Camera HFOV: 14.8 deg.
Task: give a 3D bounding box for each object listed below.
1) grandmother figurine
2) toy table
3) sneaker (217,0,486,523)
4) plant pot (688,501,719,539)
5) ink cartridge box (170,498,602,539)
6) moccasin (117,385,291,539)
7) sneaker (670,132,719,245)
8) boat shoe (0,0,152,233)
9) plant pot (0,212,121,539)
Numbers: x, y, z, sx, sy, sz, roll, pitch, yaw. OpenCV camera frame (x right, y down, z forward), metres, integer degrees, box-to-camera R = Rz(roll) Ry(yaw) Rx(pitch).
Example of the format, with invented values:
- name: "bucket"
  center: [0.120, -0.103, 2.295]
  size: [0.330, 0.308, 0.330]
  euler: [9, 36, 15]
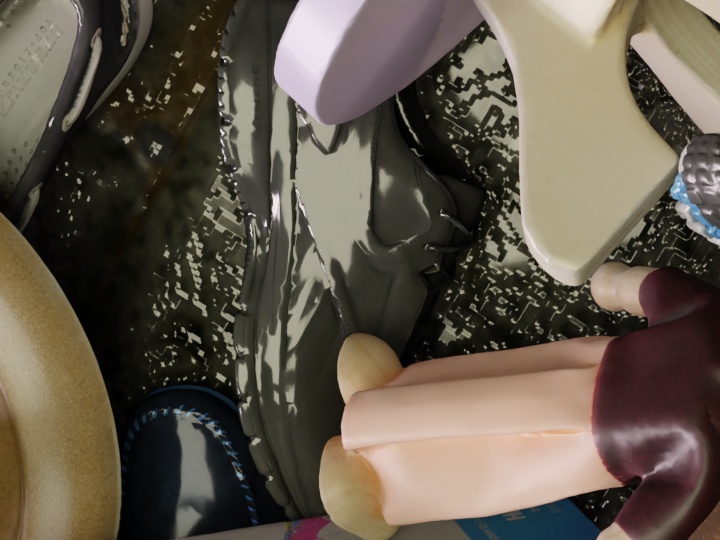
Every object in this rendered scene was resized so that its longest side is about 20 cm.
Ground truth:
- name: "grandmother figurine"
  center: [0.082, 0.045, 0.871]
  size: [0.199, 0.061, 0.122]
  euler: [-13, 61, 31]
- name: "toy table"
  center: [0.083, -0.097, 0.879]
  size: [0.117, 0.184, 0.200]
  euler: [41, 96, 15]
- name: "sneaker"
  center: [0.000, 0.000, 0.967]
  size: [0.090, 0.076, 0.201]
  euler: [-2, 103, 7]
- name: "plant pot"
  center: [0.163, 0.137, 0.908]
  size: [0.186, 0.187, 0.201]
  euler: [-15, 81, 17]
- name: "ink cartridge box"
  center: [-0.013, 0.163, 0.944]
  size: [0.199, 0.085, 0.145]
  euler: [-8, 108, -15]
- name: "moccasin"
  center: [-0.051, 0.144, 1.008]
  size: [0.080, 0.068, 0.201]
  euler: [-8, 99, 16]
- name: "sneaker"
  center: [0.182, -0.032, 0.879]
  size: [0.075, 0.199, 0.087]
  euler: [19, 96, 55]
- name: "boat shoe"
  center: [-0.147, -0.032, 1.001]
  size: [0.074, 0.060, 0.200]
  euler: [42, 108, 2]
- name: "plant pot"
  center: [-0.171, 0.053, 0.994]
  size: [0.199, 0.027, 0.201]
  euler: [15, 118, 31]
